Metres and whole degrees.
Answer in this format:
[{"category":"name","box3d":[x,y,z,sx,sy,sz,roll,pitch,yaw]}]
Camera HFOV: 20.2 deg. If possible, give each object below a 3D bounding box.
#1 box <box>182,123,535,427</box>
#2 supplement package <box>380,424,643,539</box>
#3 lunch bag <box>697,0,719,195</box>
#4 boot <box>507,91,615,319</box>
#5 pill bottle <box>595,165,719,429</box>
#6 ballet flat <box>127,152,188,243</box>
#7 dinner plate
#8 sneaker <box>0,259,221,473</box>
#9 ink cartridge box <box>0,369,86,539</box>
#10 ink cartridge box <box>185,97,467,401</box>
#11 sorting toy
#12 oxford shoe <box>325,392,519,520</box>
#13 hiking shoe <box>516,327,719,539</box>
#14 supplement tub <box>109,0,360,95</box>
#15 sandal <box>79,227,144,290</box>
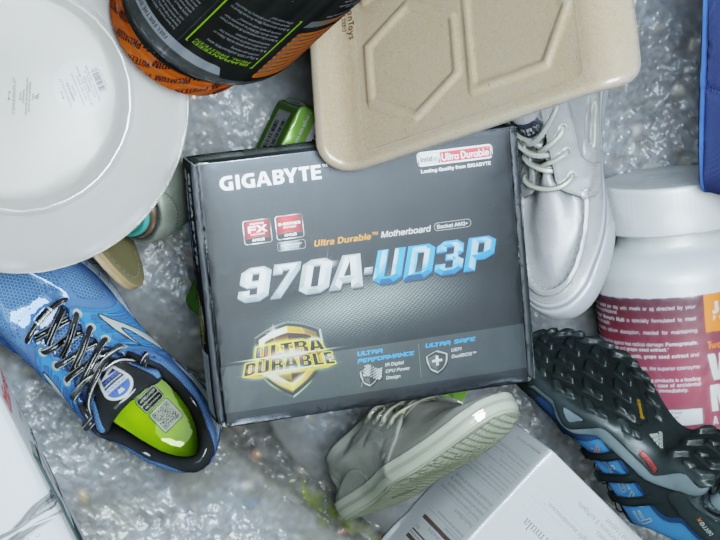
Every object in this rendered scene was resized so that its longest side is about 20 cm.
[{"category":"box","box3d":[0.000,0.000,1.209,0.199,0.046,0.160,-7,100,-13]},{"category":"supplement package","box3d":[0.075,0.211,1.306,0.114,0.110,0.200,44,87,-15]},{"category":"lunch bag","box3d":[0.269,-0.132,1.200,0.136,0.132,0.201,-43,139,-43]},{"category":"boot","box3d":[0.111,-0.076,1.251,0.073,0.096,0.201,-6,74,29]},{"category":"pill bottle","box3d":[0.209,0.038,1.312,0.109,0.110,0.201,-8,101,-12]},{"category":"ballet flat","box3d":[-0.160,-0.112,1.228,0.064,0.067,0.200,-33,96,-40]},{"category":"dinner plate","box3d":[-0.199,-0.098,1.170,0.199,0.024,0.201,0,90,-9]},{"category":"sneaker","box3d":[-0.158,0.052,1.235,0.200,0.089,0.079,40,87,-14]},{"category":"ink cartridge box","box3d":[-0.216,0.156,1.207,0.084,0.146,0.201,-26,104,-8]},{"category":"ink cartridge box","box3d":[0.012,0.000,1.275,0.199,0.076,0.148,25,92,-15]},{"category":"sorting toy","box3d":[0.061,-0.164,1.150,0.036,0.199,0.186,22,59,-55]},{"category":"oxford shoe","box3d":[0.031,0.105,1.247,0.075,0.200,0.058,-13,77,-29]},{"category":"hiking shoe","box3d":[0.163,0.114,1.251,0.074,0.200,0.087,-23,138,-39]},{"category":"supplement tub","box3d":[-0.054,-0.182,1.114,0.122,0.200,0.123,15,61,-29]},{"category":"sandal","box3d":[-0.217,-0.064,1.223,0.070,0.078,0.212,-32,99,14]}]
